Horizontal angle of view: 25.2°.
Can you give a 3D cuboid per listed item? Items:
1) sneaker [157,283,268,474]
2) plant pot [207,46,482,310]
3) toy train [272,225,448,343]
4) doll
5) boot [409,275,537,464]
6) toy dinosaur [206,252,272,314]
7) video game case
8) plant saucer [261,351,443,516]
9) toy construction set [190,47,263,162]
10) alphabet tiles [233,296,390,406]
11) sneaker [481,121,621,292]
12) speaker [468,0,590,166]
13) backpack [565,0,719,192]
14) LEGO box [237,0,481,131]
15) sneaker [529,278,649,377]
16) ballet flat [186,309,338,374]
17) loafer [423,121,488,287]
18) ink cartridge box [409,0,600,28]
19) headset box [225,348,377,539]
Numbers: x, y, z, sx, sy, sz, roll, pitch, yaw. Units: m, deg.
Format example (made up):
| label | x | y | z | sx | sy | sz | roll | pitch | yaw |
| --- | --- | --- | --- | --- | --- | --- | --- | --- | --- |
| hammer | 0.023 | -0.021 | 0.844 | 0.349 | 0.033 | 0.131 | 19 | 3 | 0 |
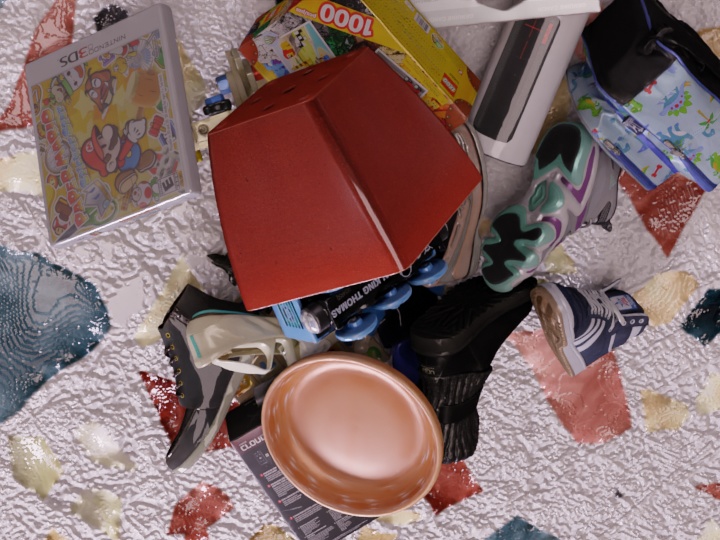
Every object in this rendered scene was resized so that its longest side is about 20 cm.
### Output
| label | x | y | z | sx | sy | sz | roll | pitch | yaw |
| --- | --- | --- | --- | --- | --- | --- | --- | --- | --- |
| sneaker | -0.190 | 0.117 | 1.759 | 0.106 | 0.075 | 0.200 | 26 | 93 | -11 |
| plant pot | -0.032 | -0.101 | 1.571 | 0.200 | 0.200 | 0.176 | -14 | 111 | 35 |
| toy train | 0.000 | 0.000 | 1.663 | 0.200 | 0.114 | 0.087 | -37 | 117 | -29 |
| doll | 0.049 | 0.062 | 1.780 | 0.136 | 0.048 | 0.200 | -26 | 109 | -23 |
| boot | 0.123 | 0.102 | 1.756 | 0.211 | 0.079 | 0.158 | -30 | 123 | -42 |
| toy dinosaur | -0.082 | -0.031 | 1.720 | 0.136 | 0.102 | 0.200 | -44 | 88 | -9 |
| video game case | -0.249 | -0.142 | 1.598 | 0.182 | 0.023 | 0.200 | -19 | 74 | 28 |
| plant saucer | -0.006 | 0.168 | 1.694 | 0.200 | 0.037 | 0.200 | 9 | 121 | 16 |
| toy construction set | -0.176 | -0.145 | 1.651 | 0.200 | 0.131 | 0.092 | -34 | 95 | 0 |
| alphabet tiles | -0.068 | 0.078 | 1.798 | 0.200 | 0.006 | 0.166 | -37 | 109 | 5 |
| sneaker | 0.223 | -0.053 | 1.746 | 0.140 | 0.078 | 0.200 | 19 | 107 | -47 |
| speaker | 0.177 | -0.216 | 1.698 | 0.081 | 0.081 | 0.200 | 19 | 105 | -13 |
| backpack | 0.317 | -0.174 | 1.680 | 0.200 | 0.183 | 0.147 | 37 | 113 | -23 |
| LEGO box | 0.000 | -0.208 | 1.647 | 0.149 | 0.077 | 0.200 | -32 | 112 | 34 |
| sneaker | 0.252 | 0.042 | 1.756 | 0.108 | 0.070 | 0.200 | -31 | 154 | -1 |
| ballet flat | -0.090 | 0.078 | 1.698 | 0.200 | 0.069 | 0.070 | 0 | 109 | -30 |
| loafer | 0.092 | -0.067 | 1.712 | 0.063 | 0.072 | 0.200 | -26 | 132 | -29 |
| ink cartridge box | 0.142 | -0.342 | 1.636 | 0.200 | 0.044 | 0.174 | -4 | 103 | 10 |
| headset box | -0.048 | 0.196 | 1.797 | 0.148 | 0.075 | 0.200 | -32 | 113 | 3 |
